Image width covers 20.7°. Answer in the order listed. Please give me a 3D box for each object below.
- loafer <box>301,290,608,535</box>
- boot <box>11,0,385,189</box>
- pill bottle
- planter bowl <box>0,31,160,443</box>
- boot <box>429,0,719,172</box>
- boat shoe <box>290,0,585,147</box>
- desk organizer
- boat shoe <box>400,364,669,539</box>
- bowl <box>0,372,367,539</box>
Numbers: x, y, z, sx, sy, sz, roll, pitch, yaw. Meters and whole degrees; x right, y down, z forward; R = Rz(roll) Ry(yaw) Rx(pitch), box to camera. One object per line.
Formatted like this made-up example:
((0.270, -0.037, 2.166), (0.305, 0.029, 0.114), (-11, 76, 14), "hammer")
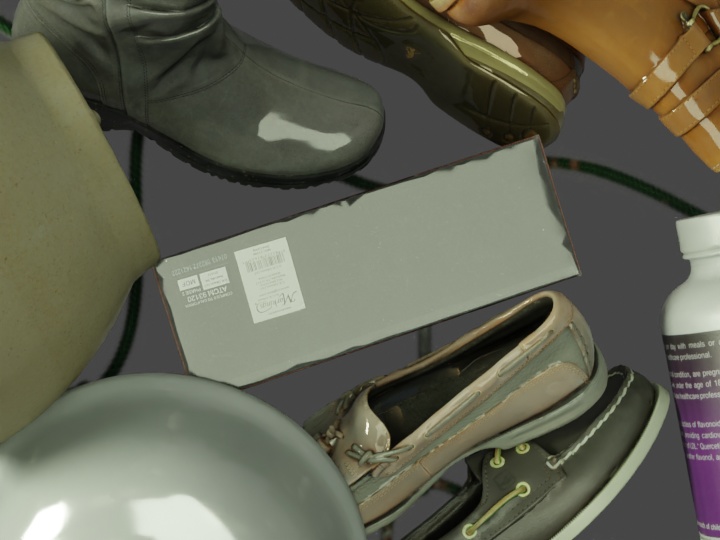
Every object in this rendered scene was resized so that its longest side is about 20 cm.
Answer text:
((0.024, 0.070, 0.971), (0.199, 0.072, 0.063), (-27, 132, 1), "loafer")
((-0.074, -0.111, 0.938), (0.198, 0.132, 0.070), (10, 56, -8), "boot")
((0.214, 0.067, 0.989), (0.111, 0.112, 0.202), (-11, 91, -7), "pill bottle")
((-0.175, -0.027, 0.898), (0.134, 0.200, 0.201), (-29, 93, -9), "planter bowl")
((0.128, -0.111, 0.962), (0.076, 0.200, 0.156), (-32, 88, 36), "boot")
((0.028, -0.142, 0.994), (0.199, 0.072, 0.068), (35, 65, -9), "boat shoe")
((0.000, 0.000, 0.980), (0.198, 0.077, 0.072), (-18, 91, -7), "desk organizer")
((0.072, 0.119, 0.990), (0.061, 0.072, 0.201), (44, 87, -9), "boat shoe")
((-0.096, 0.158, 0.922), (0.199, 0.091, 0.203), (1, 113, 3), "bowl")
